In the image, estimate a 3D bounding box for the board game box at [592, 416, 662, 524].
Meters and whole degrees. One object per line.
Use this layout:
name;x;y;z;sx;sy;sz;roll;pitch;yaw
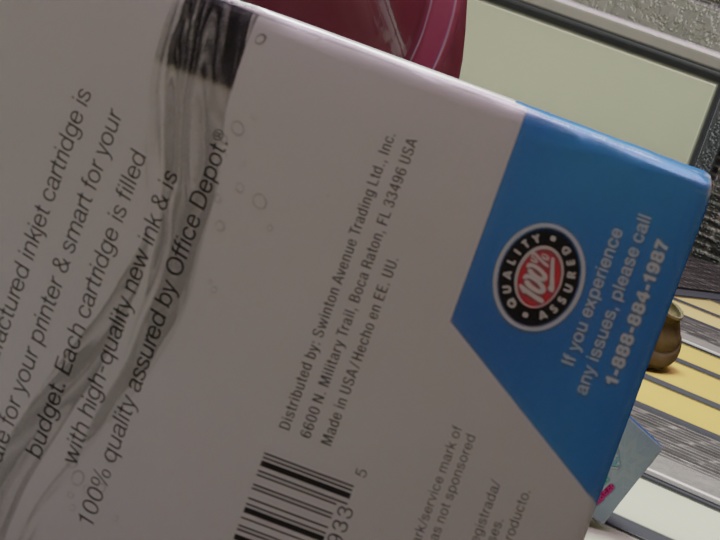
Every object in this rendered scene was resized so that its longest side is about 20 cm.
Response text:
board game box;0.000;0.000;0.917;0.199;0.043;0.200;42;-4;-27

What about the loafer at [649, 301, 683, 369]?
loafer;0.152;0.016;1.442;0.076;0.068;0.200;23;7;29

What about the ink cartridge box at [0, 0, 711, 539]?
ink cartridge box;-0.039;0.011;0.534;0.199;0.145;0.084;21;5;2

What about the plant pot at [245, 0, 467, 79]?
plant pot;-0.065;-0.115;0.720;0.199;0.201;0.179;21;-20;11
